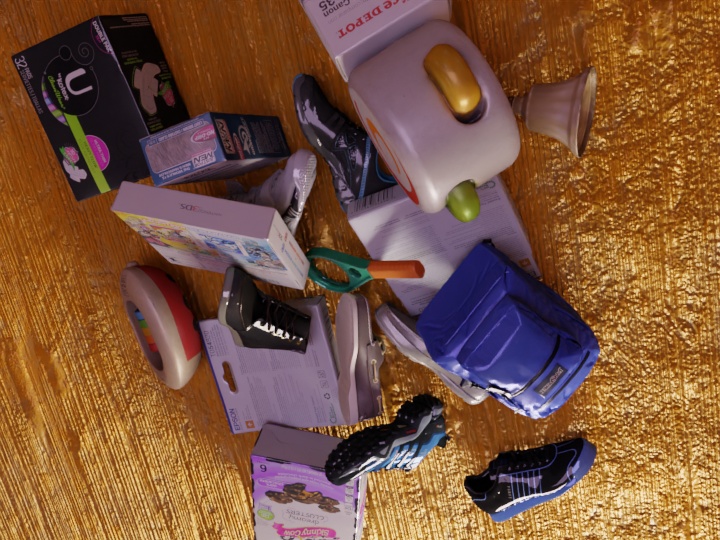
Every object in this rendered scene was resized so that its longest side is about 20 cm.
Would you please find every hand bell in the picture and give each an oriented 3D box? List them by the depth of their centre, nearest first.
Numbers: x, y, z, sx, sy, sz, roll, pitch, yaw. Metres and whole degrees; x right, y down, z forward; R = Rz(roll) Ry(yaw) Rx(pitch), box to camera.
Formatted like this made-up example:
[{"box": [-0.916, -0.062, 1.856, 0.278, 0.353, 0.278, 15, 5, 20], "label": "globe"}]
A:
[{"box": [0.175, -0.200, 0.911, 0.199, 0.104, 0.105, 11, 113, 24], "label": "hand bell"}]

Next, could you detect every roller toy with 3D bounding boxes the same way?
[{"box": [0.083, -0.172, 0.822, 0.139, 0.183, 0.200, -32, 132, 0], "label": "roller toy"}]

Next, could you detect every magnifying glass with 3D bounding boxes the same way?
[{"box": [0.000, 0.000, 1.000, 0.199, 0.022, 0.080, -2, 137, 41], "label": "magnifying glass"}]

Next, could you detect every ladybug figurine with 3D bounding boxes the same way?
[{"box": [-0.291, 0.076, 1.109, 0.135, 0.072, 0.201, 7, 119, 55], "label": "ladybug figurine"}]

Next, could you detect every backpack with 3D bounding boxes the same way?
[{"box": [0.194, 0.096, 0.939, 0.199, 0.168, 0.163, 33, 107, -26], "label": "backpack"}]

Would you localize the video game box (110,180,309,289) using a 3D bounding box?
[{"box": [-0.178, -0.040, 0.935, 0.198, 0.182, 0.047, 11, 75, 12], "label": "video game box"}]

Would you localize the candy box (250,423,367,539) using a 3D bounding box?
[{"box": [-0.077, 0.344, 1.149, 0.166, 0.072, 0.201, 8, 123, 8], "label": "candy box"}]

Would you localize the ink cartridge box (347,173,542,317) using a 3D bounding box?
[{"box": [0.113, -0.040, 0.981, 0.195, 0.043, 0.200, -19, 131, 19], "label": "ink cartridge box"}]

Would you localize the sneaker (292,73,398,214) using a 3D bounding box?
[{"box": [-0.019, -0.169, 0.971, 0.081, 0.073, 0.201, -23, 113, 16], "label": "sneaker"}]

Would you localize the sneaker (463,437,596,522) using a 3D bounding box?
[{"box": [0.237, 0.286, 1.070, 0.078, 0.070, 0.200, 44, 115, -12], "label": "sneaker"}]

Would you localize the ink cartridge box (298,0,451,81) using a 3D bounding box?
[{"box": [-0.006, -0.340, 0.843, 0.146, 0.083, 0.201, -30, 81, 5], "label": "ink cartridge box"}]

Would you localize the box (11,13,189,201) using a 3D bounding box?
[{"box": [-0.330, -0.216, 0.997, 0.148, 0.124, 0.201, -16, 104, 20], "label": "box"}]

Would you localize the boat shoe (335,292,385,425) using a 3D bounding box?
[{"box": [0.003, 0.122, 1.050, 0.059, 0.072, 0.202, -8, 111, -18], "label": "boat shoe"}]

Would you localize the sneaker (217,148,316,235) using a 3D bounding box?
[{"box": [-0.131, -0.092, 0.986, 0.114, 0.075, 0.200, 20, 139, -5], "label": "sneaker"}]

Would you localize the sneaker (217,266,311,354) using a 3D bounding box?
[{"box": [-0.121, 0.053, 0.989, 0.105, 0.200, 0.075, 8, 69, 5], "label": "sneaker"}]

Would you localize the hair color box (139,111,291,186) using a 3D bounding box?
[{"box": [-0.173, -0.152, 0.936, 0.099, 0.200, 0.061, -17, 95, 18], "label": "hair color box"}]

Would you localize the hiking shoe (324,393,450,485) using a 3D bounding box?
[{"box": [0.045, 0.257, 1.057, 0.199, 0.074, 0.087, -26, 108, -21], "label": "hiking shoe"}]

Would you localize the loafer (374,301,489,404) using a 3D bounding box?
[{"box": [0.109, 0.103, 1.039, 0.200, 0.070, 0.070, 37, 109, -9], "label": "loafer"}]

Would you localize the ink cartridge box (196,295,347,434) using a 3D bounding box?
[{"box": [-0.125, 0.145, 1.125, 0.198, 0.041, 0.201, -8, 108, 17], "label": "ink cartridge box"}]
